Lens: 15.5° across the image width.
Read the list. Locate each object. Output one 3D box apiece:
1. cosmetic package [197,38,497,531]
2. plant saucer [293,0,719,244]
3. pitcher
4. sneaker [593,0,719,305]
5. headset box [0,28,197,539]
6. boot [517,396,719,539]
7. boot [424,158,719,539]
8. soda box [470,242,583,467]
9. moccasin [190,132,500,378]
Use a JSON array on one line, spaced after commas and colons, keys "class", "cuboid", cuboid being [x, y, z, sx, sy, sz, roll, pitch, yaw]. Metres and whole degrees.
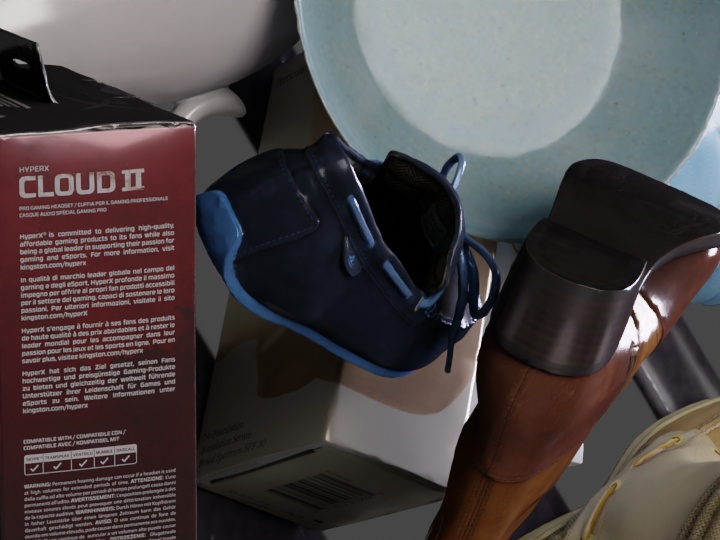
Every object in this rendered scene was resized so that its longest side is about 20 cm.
[{"class": "cosmetic package", "cuboid": [0.000, 0.000, 1.116, 0.071, 0.105, 0.200, 24, 62, -30]}, {"class": "plant saucer", "cuboid": [0.058, -0.110, 1.085, 0.201, 0.039, 0.202, 1, 86, -23]}, {"class": "pitcher", "cuboid": [-0.095, -0.095, 1.070, 0.200, 0.121, 0.172, -28, 106, -29]}, {"class": "sneaker", "cuboid": [0.143, -0.077, 1.184, 0.130, 0.079, 0.201, 15, 78, -32]}, {"class": "headset box", "cuboid": [-0.116, 0.015, 0.945, 0.075, 0.149, 0.201, -5, 104, -24]}, {"class": "boot", "cuboid": [0.169, 0.104, 1.180, 0.200, 0.155, 0.073, -27, 94, -39]}, {"class": "boot", "cuboid": [0.074, 0.066, 1.034, 0.068, 0.200, 0.188, 23, 24, 7]}, {"class": "soda box", "cuboid": [0.060, -0.010, 1.189, 0.068, 0.064, 0.201, 17, 67, -33]}, {"class": "moccasin", "cuboid": [0.012, -0.005, 0.965, 0.081, 0.068, 0.200, 62, 16, 13]}]
